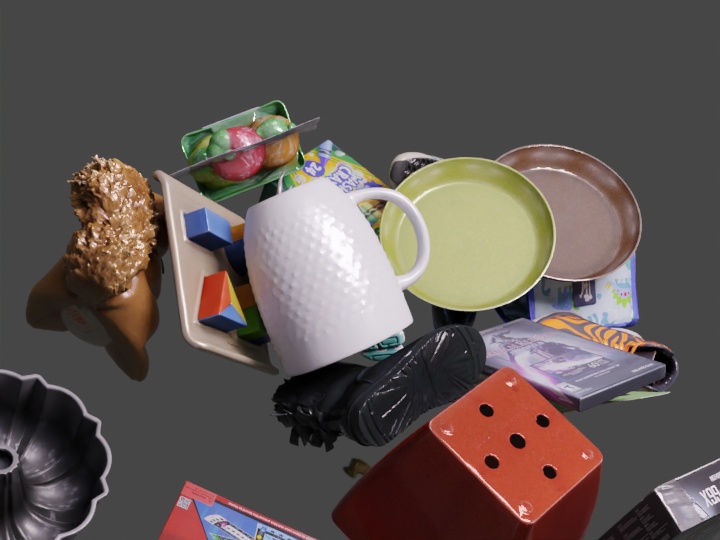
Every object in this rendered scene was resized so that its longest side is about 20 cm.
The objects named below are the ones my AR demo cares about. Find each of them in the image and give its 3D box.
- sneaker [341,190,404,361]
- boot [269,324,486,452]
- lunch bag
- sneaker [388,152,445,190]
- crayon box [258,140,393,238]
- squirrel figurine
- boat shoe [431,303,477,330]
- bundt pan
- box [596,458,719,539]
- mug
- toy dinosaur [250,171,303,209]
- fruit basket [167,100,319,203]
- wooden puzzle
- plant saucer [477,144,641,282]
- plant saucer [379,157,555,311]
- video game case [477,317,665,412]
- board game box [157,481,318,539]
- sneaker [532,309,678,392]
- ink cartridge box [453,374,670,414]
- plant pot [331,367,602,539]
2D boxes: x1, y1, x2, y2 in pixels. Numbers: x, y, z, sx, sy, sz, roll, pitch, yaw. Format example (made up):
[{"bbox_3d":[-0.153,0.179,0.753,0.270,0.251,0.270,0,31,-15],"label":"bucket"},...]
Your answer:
[{"bbox_3d":[0.000,0.000,1.410,0.077,0.202,0.091,-13,15,19],"label":"sneaker"},{"bbox_3d":[0.014,0.116,1.287,0.198,0.162,0.074,-34,108,-31],"label":"boot"},{"bbox_3d":[0.241,-0.009,1.541,0.169,0.128,0.201,-8,66,-26],"label":"lunch bag"},{"bbox_3d":[0.079,-0.112,1.570,0.093,0.071,0.199,23,9,37],"label":"sneaker"},{"bbox_3d":[-0.011,-0.065,1.531,0.200,0.052,0.126,39,46,15],"label":"crayon box"},{"bbox_3d":[-0.243,-0.025,1.289,0.141,0.201,0.187,23,52,6],"label":"squirrel figurine"},{"bbox_3d":[0.124,-0.020,1.474,0.083,0.069,0.202,-2,77,-7],"label":"boat shoe"},{"bbox_3d":[-0.332,0.193,1.131,0.200,0.076,0.203,12,44,-12],"label":"bundt pan"},{"bbox_3d":[0.311,0.262,1.251,0.157,0.200,0.050,-15,61,-32],"label":"box"},{"bbox_3d":[-0.022,-0.010,1.298,0.199,0.148,0.177,-24,93,-9],"label":"mug"},{"bbox_3d":[-0.090,-0.007,1.406,0.076,0.103,0.201,-2,49,-24],"label":"toy dinosaur"},{"bbox_3d":[-0.138,-0.145,1.431,0.184,0.200,0.094,-21,89,-2],"label":"fruit basket"},{"bbox_3d":[-0.141,0.002,1.305,0.185,0.046,0.202,30,41,-64],"label":"wooden puzzle"},{"bbox_3d":[0.233,-0.064,1.471,0.198,0.032,0.202,5,56,-7],"label":"plant saucer"},{"bbox_3d":[0.121,-0.037,1.405,0.198,0.031,0.202,-1,62,2],"label":"plant saucer"},{"bbox_3d":[0.200,0.096,1.313,0.142,0.019,0.199,-14,23,-39],"label":"video game case"},{"bbox_3d":[-0.097,0.285,1.186,0.199,0.020,0.103,24,45,0],"label":"board game box"},{"bbox_3d":[0.289,0.095,1.442,0.198,0.078,0.112,5,5,-27],"label":"sneaker"},{"bbox_3d":[0.222,0.130,1.383,0.198,0.145,0.048,-9,91,-28],"label":"ink cartridge box"},{"bbox_3d":[0.123,0.217,1.230,0.200,0.177,0.199,43,47,20],"label":"plant pot"}]
